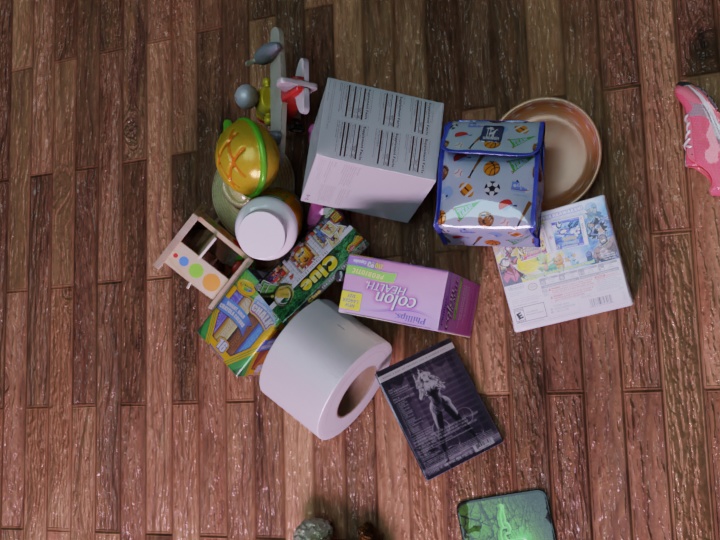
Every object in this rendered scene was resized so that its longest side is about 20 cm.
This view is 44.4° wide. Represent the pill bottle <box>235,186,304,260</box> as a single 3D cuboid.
[{"bbox_3d":[-0.162,-0.081,1.569,0.110,0.200,0.112,0,103,2],"label":"pill bottle"}]

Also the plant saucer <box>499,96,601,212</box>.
[{"bbox_3d":[0.312,-0.193,1.506,0.198,0.037,0.203,-3,82,22],"label":"plant saucer"}]

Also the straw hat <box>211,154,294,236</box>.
[{"bbox_3d":[-0.224,-0.162,1.696,0.199,0.085,0.204,-3,83,22],"label":"straw hat"}]

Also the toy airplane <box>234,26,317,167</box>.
[{"bbox_3d":[-0.158,-0.315,1.612,0.139,0.201,0.201,2,38,-13],"label":"toy airplane"}]

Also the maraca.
[{"bbox_3d":[-0.208,-0.202,1.559,0.200,0.106,0.139,25,116,57],"label":"maraca"}]

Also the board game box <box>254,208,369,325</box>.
[{"bbox_3d":[-0.086,-0.007,1.528,0.200,0.023,0.105,-45,56,0],"label":"board game box"}]

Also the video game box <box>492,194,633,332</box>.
[{"bbox_3d":[0.328,-0.010,1.456,0.198,0.047,0.184,-15,92,20],"label":"video game box"}]

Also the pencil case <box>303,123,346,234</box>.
[{"bbox_3d":[-0.059,-0.166,1.627,0.090,0.094,0.202,-1,81,21],"label":"pencil case"}]

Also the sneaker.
[{"bbox_3d":[0.540,-0.207,1.394,0.086,0.074,0.201,-33,73,17],"label":"sneaker"}]

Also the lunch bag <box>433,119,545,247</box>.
[{"bbox_3d":[0.210,-0.149,1.421,0.168,0.124,0.202,4,74,15],"label":"lunch bag"}]

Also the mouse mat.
[{"bbox_3d":[0.251,0.475,1.467,0.159,0.008,0.202,-15,79,20],"label":"mouse mat"}]

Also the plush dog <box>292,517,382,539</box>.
[{"bbox_3d":[-0.027,0.527,1.514,0.170,0.161,0.202,-5,80,-2],"label":"plush dog"}]

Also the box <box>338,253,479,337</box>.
[{"bbox_3d":[0.086,0.045,1.482,0.174,0.200,0.098,10,88,24],"label":"box"}]

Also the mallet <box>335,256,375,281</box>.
[{"bbox_3d":[0.000,0.000,1.524,0.041,0.200,0.066,20,88,17],"label":"mallet"}]

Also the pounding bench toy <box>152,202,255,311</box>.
[{"bbox_3d":[-0.282,-0.030,1.692,0.156,0.200,0.124,39,98,-11],"label":"pounding bench toy"}]

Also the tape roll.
[{"bbox_3d":[-0.058,0.170,1.526,0.139,0.202,0.204,35,97,22],"label":"tape roll"}]

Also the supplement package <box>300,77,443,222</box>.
[{"bbox_3d":[0.017,-0.198,1.492,0.198,0.191,0.149,11,70,-9],"label":"supplement package"}]

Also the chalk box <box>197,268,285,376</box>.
[{"bbox_3d":[-0.176,0.082,1.627,0.124,0.125,0.200,45,102,21],"label":"chalk box"}]

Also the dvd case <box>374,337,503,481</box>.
[{"bbox_3d":[0.133,0.234,1.505,0.148,0.016,0.201,-24,74,-11],"label":"dvd case"}]
